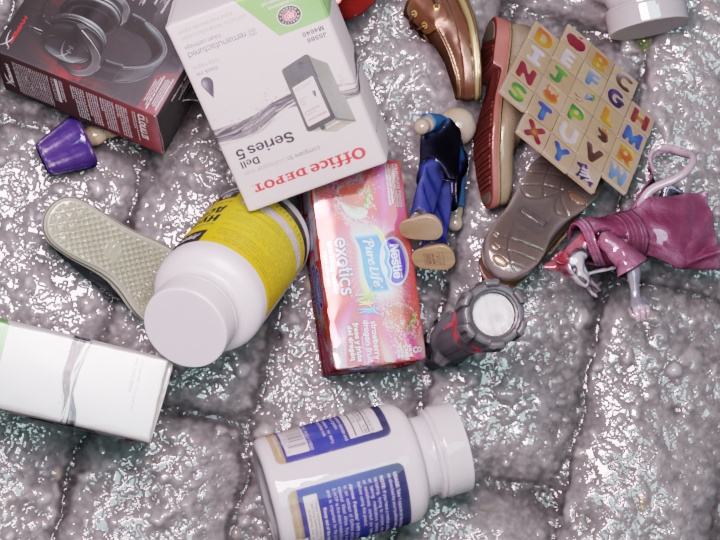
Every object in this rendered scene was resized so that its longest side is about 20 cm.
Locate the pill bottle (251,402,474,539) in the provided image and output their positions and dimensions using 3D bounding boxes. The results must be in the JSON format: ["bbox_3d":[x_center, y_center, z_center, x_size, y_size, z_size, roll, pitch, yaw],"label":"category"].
[{"bbox_3d":[0.004,0.196,1.679,0.199,0.120,0.120,-14,85,-10],"label":"pill bottle"}]

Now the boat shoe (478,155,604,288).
[{"bbox_3d":[0.180,-0.053,1.764,0.076,0.072,0.200,39,59,11],"label":"boat shoe"}]

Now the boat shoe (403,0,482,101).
[{"bbox_3d":[0.078,-0.264,1.778,0.067,0.072,0.201,-14,79,-5],"label":"boat shoe"}]

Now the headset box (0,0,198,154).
[{"bbox_3d":[-0.230,-0.216,1.679,0.199,0.077,0.149,23,66,12],"label":"headset box"}]

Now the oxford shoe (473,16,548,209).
[{"bbox_3d":[0.160,-0.160,1.775,0.074,0.070,0.201,7,83,-13],"label":"oxford shoe"}]

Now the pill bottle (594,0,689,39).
[{"bbox_3d":[0.279,-0.348,1.795,0.112,0.113,0.201,-10,85,-10],"label":"pill bottle"}]

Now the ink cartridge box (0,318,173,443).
[{"bbox_3d":[-0.284,0.103,1.633,0.199,0.147,0.084,13,82,-6],"label":"ink cartridge box"}]

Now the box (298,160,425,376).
[{"bbox_3d":[0.000,0.000,1.713,0.095,0.100,0.201,-6,83,-9],"label":"box"}]

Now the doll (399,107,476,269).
[{"bbox_3d":[0.081,-0.090,1.724,0.048,0.137,0.201,-7,42,20],"label":"doll"}]

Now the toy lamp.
[{"bbox_3d":[-0.226,-0.152,1.720,0.199,0.058,0.058,-27,87,-10],"label":"toy lamp"}]

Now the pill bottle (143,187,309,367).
[{"bbox_3d":[-0.128,0.008,1.634,0.111,0.200,0.112,8,119,14],"label":"pill bottle"}]

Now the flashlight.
[{"bbox_3d":[0.107,0.053,1.672,0.067,0.200,0.068,-7,84,-9],"label":"flashlight"}]

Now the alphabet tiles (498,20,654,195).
[{"bbox_3d":[0.222,-0.167,1.754,0.166,0.006,0.200,38,44,-9],"label":"alphabet tiles"}]

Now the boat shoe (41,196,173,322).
[{"bbox_3d":[-0.229,-0.004,1.699,0.200,0.062,0.075,36,81,-18],"label":"boat shoe"}]

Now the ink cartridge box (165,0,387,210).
[{"bbox_3d":[-0.074,-0.176,1.611,0.145,0.084,0.201,-19,116,9],"label":"ink cartridge box"}]

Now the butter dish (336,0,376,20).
[{"bbox_3d":[-0.025,-0.326,1.736,0.199,0.148,0.200,25,77,37],"label":"butter dish"}]

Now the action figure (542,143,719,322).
[{"bbox_3d":[0.271,-0.036,1.729,0.199,0.134,0.150,-10,106,-30],"label":"action figure"}]
